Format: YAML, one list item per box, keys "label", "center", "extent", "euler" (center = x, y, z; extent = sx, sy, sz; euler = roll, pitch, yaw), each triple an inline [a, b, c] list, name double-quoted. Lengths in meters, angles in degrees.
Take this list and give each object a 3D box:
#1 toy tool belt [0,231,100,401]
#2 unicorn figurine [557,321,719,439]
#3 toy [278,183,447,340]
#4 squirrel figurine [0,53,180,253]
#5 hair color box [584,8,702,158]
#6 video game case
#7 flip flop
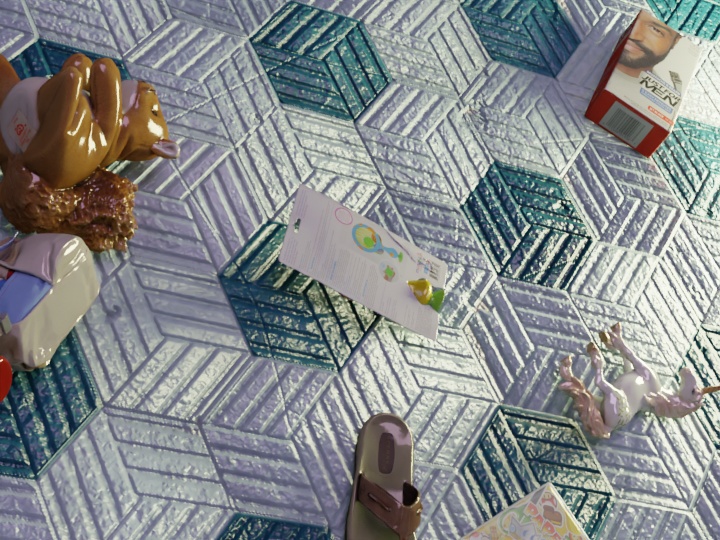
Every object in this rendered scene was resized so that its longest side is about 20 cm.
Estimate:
- label: "toy tool belt"
  center: [-0.341, 0.041, 1.197]
  extent: [0.121, 0.126, 0.201]
  euler: [11, 43, 21]
- label: "unicorn figurine"
  center: [0.315, 0.132, 1.483]
  extent: [0.198, 0.074, 0.138]
  euler: [-31, 84, -23]
- label: "toy"
  center: [0.000, 0.000, 1.422]
  extent: [0.198, 0.047, 0.116]
  euler: [25, 47, -14]
- label: "squirrel figurine"
  center: [-0.281, -0.121, 1.321]
  extent: [0.186, 0.140, 0.204]
  euler: [-1, 95, -56]
- label: "hair color box"
  center: [0.396, -0.263, 1.786]
  extent: [0.110, 0.064, 0.201]
  euler: [32, 49, -2]
- label: "video game case"
  center: [0.188, 0.339, 1.303]
  extent: [0.180, 0.023, 0.201]
  euler: [-23, 71, -36]
- label: "flip flop"
  center: [0.031, 0.228, 1.276]
  extent: [0.080, 0.058, 0.203]
  euler: [15, 53, -17]
